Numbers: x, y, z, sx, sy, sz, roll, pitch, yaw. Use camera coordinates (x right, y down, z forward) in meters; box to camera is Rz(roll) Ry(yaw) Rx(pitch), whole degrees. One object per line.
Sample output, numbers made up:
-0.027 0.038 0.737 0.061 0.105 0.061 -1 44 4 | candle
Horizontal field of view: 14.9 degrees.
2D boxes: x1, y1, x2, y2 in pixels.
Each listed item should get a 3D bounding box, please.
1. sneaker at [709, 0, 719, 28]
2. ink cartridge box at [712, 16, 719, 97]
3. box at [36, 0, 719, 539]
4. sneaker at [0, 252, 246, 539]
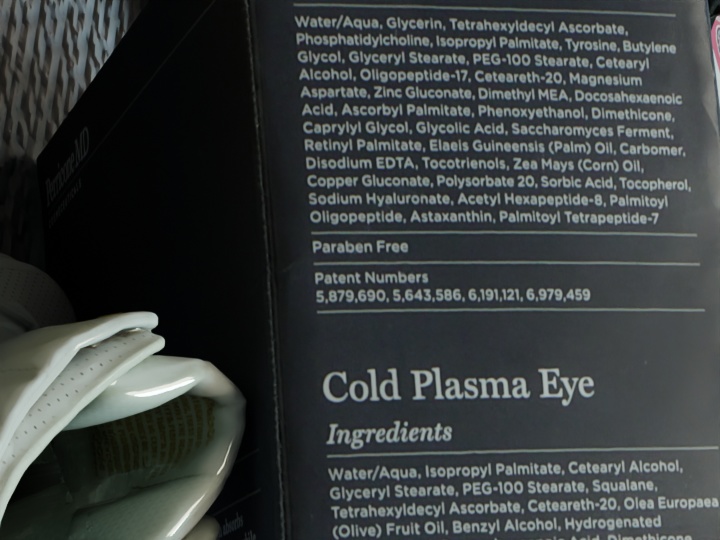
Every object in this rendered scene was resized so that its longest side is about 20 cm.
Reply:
0.076 -0.075 0.797 0.104 0.060 0.201 108 -7 -52 | sneaker
0.108 -0.020 1.112 0.145 0.084 0.201 10 72 -69 | ink cartridge box
0.000 0.034 0.612 0.200 0.104 0.183 144 -57 -67 | box
-0.068 0.039 0.550 0.200 0.115 0.074 -51 127 -66 | sneaker
